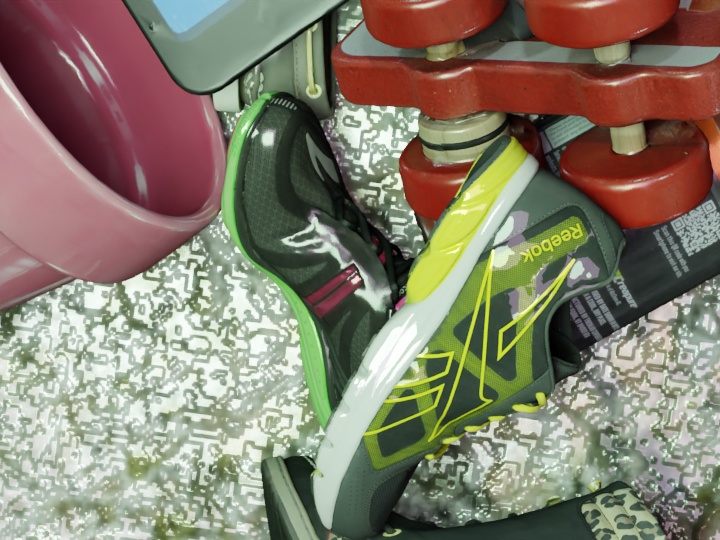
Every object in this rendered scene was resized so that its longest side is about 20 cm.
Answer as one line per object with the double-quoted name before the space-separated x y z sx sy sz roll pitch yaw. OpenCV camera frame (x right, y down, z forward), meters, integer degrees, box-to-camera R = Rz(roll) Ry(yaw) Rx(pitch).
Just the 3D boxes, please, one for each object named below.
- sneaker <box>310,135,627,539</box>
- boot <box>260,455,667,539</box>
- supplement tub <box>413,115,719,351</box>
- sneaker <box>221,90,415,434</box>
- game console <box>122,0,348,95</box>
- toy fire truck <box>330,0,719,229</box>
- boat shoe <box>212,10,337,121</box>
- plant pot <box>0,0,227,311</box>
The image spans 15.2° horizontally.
"sneaker" 0.045 0.044 1.162 0.084 0.074 0.200 29 115 5
"boot" 0.046 0.132 1.248 0.153 0.204 0.074 -16 118 -14
"supplement tub" 0.132 -0.037 1.269 0.200 0.107 0.107 -29 90 5
"sneaker" 0.000 0.000 1.271 0.084 0.077 0.200 -5 122 37
"game console" -0.063 -0.209 1.201 0.116 0.176 0.200 -30 83 -22
"toy fire truck" 0.098 -0.108 1.212 0.199 0.168 0.112 4 122 32
"boat shoe" -0.026 -0.172 1.292 0.060 0.072 0.202 10 96 5
"plant pot" -0.189 -0.057 1.262 0.179 0.200 0.200 -34 90 21
